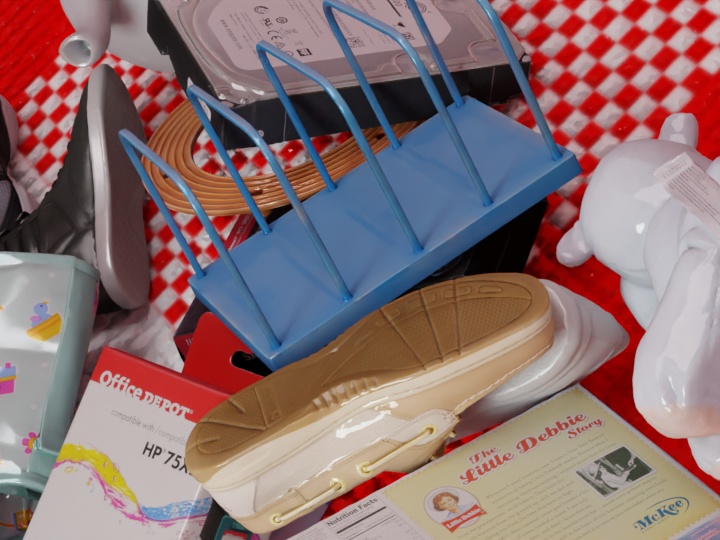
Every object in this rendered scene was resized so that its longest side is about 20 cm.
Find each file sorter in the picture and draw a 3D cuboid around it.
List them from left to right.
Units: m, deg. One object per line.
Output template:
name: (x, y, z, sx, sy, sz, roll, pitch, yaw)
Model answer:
file sorter: (-0.013, -0.065, 1.187, 0.200, 0.123, 0.139, -34, 27, -10)

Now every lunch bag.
lunch bag: (-0.242, 0.090, 1.343, 0.199, 0.122, 0.171, -19, 47, 33)

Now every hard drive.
hard drive: (-0.014, -0.138, 1.319, 0.199, 0.038, 0.140, -9, 40, -21)

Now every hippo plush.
hippo plush: (0.159, 0.003, 1.066, 0.159, 0.200, 0.161, -49, 28, -12)

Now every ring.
ring: (-0.043, -0.090, 1.363, 0.200, 0.019, 0.201, -16, 32, 10)

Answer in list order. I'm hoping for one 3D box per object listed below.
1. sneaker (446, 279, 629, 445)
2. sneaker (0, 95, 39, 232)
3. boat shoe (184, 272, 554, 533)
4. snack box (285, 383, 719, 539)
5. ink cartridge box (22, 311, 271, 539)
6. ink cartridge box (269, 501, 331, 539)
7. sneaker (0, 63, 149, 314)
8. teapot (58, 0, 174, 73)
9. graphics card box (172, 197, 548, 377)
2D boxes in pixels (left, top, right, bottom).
sneaker: (0.052, 0.065, 1.164, 0.199, 0.088, 0.076, -20, 71, 33)
sneaker: (-0.287, -0.075, 1.509, 0.075, 0.114, 0.200, -31, 44, 14)
boat shoe: (0.012, 0.069, 1.092, 0.199, 0.069, 0.074, -26, 31, 10)
snack box: (0.068, 0.136, 1.049, 0.199, 0.037, 0.116, -25, 45, -27)
ink cartridge box: (-0.105, 0.117, 1.171, 0.116, 0.067, 0.201, 16, 82, 43)
ink cartridge box: (-0.087, 0.145, 1.241, 0.119, 0.042, 0.200, 18, 69, 44)
sneaker: (-0.196, -0.049, 1.449, 0.099, 0.071, 0.201, -19, 52, 19)
teapot: (-0.095, -0.205, 1.422, 0.200, 0.197, 0.146, -53, 50, 8)
graphics card box: (0.000, 0.000, 1.256, 0.199, 0.051, 0.126, -11, 34, 30)
